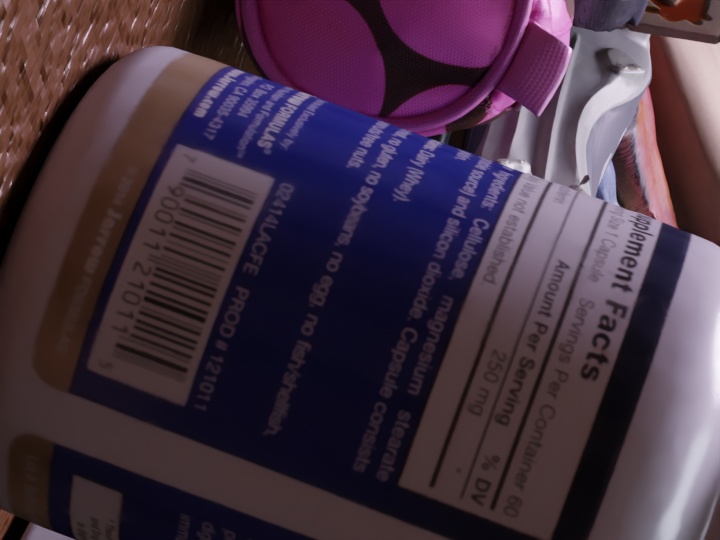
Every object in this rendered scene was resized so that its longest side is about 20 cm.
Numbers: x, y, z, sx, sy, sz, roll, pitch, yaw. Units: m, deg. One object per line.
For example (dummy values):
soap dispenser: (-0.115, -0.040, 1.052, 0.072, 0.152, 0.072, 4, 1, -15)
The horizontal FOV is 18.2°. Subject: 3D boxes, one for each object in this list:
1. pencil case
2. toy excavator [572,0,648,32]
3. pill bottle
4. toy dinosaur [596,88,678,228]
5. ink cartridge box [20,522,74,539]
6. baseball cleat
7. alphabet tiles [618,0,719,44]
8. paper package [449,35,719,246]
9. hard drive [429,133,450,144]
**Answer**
pencil case: (0.022, -0.080, 0.669, 0.200, 0.093, 0.091, -47, 156, -77)
toy excavator: (0.092, -0.185, 0.854, 0.200, 0.194, 0.100, -19, 135, -45)
pill bottle: (0.022, 0.033, 0.514, 0.116, 0.200, 0.116, 21, 90, -84)
toy dinosaur: (0.088, -0.097, 0.983, 0.105, 0.200, 0.182, 4, -102, 68)
ink cartridge box: (-0.057, 0.104, 0.685, 0.200, 0.067, 0.116, 104, 9, -52)
baseball cleat: (0.054, -0.037, 0.835, 0.107, 0.070, 0.200, -54, -172, 40)
alphabet tiles: (0.118, -0.135, 0.860, 0.167, 0.199, 0.006, -65, 161, -49)
paper package: (0.142, -0.033, 1.072, 0.103, 0.200, 0.190, -22, 180, -37)
hard drive: (0.000, 0.000, 0.867, 0.200, 0.033, 0.140, 131, -23, -88)
